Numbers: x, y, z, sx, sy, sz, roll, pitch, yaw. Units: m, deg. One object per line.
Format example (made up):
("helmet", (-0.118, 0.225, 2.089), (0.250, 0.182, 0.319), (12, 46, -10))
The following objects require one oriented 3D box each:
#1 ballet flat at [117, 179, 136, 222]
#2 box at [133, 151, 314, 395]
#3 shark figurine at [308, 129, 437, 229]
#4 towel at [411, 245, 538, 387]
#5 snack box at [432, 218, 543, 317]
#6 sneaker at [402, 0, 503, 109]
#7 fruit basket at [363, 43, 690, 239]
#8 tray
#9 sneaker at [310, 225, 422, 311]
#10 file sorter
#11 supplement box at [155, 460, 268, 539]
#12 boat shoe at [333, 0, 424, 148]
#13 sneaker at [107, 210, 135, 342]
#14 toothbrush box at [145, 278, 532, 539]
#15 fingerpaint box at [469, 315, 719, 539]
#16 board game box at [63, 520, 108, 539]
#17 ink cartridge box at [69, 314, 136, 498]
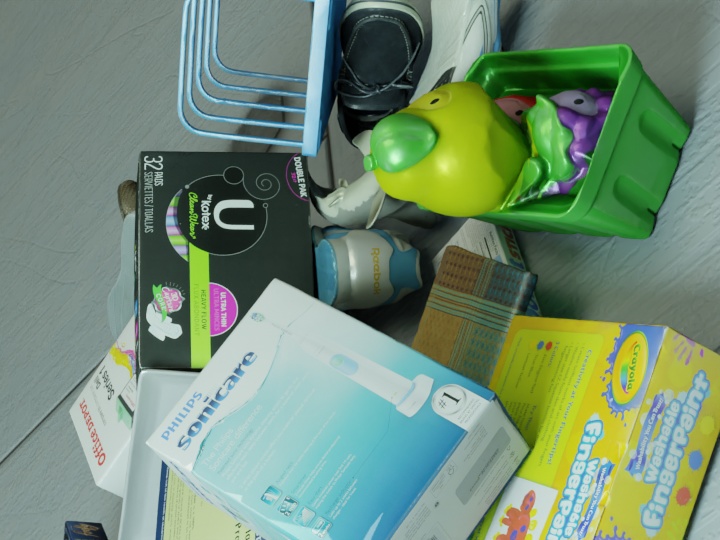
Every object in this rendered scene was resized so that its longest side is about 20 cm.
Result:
("ballet flat", (-0.215, -0.035, 1.944), (0.046, 0.067, 0.200), (-31, 37, 6))
("box", (-0.118, 0.014, 1.580), (0.124, 0.148, 0.200), (105, 162, -64))
("shark figurine", (0.018, -0.060, 1.555), (0.214, 0.089, 0.128), (-22, 45, 52))
("towel", (0.068, 0.086, 1.387), (0.147, 0.022, 0.200), (24, 95, 66))
("snack box", (0.101, 0.034, 1.415), (0.072, 0.024, 0.200), (-48, 32, 26))
("sneaker", (0.085, -0.162, 1.575), (0.072, 0.072, 0.200), (19, 97, 58))
("fruit basket", (0.102, -0.097, 1.346), (0.216, 0.216, 0.156), (6, 72, 59))
("tray", (-0.139, 0.160, 1.531), (0.022, 0.107, 0.200), (-106, 23, -56))
("sneaker", (0.000, 0.000, 1.558), (0.200, 0.081, 0.077), (-146, 54, -80))
("file sorter", (-0.080, -0.200, 1.605), (0.200, 0.123, 0.139), (-78, -6, -68))
("supplement box", (-0.053, 0.178, 1.389), (0.200, 0.134, 0.200), (-46, 35, 45))
("boat shoe", (0.014, -0.171, 1.618), (0.200, 0.075, 0.062), (103, 170, -62))
("sneaker", (-0.196, 0.011, 1.818), (0.073, 0.071, 0.200), (45, 140, 24))
("toothbrush box", (-0.016, 0.115, 1.213), (0.200, 0.085, 0.146), (26, 71, 35))
("fingerpaint box", (0.141, 0.137, 1.218), (0.167, 0.073, 0.200), (1, 67, 59))
("board game box", (-0.244, 0.329, 1.605), (0.135, 0.035, 0.200), (-162, 78, -76))
("ink cartridge box", (-0.176, 0.104, 1.733), (0.200, 0.084, 0.145), (-55, 30, 12))
